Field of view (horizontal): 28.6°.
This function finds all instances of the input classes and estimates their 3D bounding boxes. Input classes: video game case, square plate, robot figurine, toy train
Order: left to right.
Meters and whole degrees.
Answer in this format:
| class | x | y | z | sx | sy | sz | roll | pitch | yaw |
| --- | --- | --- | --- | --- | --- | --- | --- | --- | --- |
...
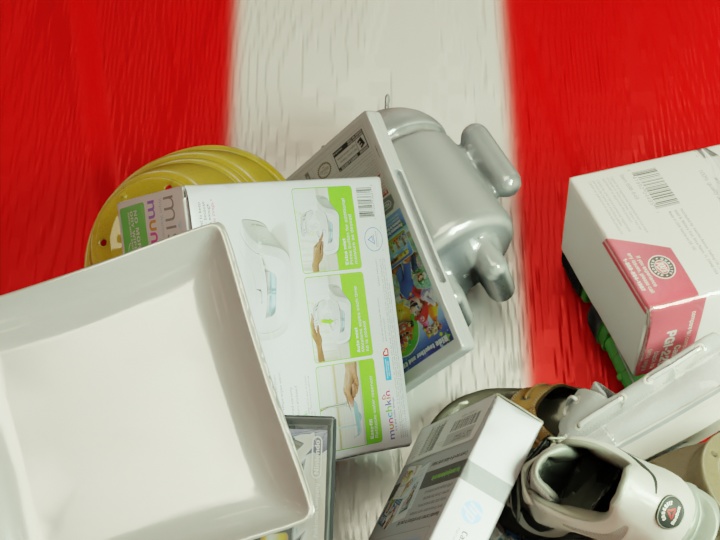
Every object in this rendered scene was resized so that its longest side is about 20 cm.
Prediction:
| class | x | y | z | sx | sy | sz | roll | pitch | yaw |
| --- | --- | --- | --- | --- | --- | --- | --- | --- | --- |
| square plate | -0.150 | 0.092 | 0.879 | 0.199 | 0.028 | 0.199 | -19 | 76 | -1 |
| video game case | -0.108 | 0.190 | 0.889 | 0.180 | 0.026 | 0.201 | 1 | 83 | 4 |
| video game case | 0.000 | 0.000 | 1.081 | 0.018 | 0.143 | 0.201 | -2 | 63 | -45 |
| robot figurine | 0.044 | -0.049 | 1.129 | 0.169 | 0.113 | 0.200 | -31 | 64 | -4 |
| toy train | 0.210 | 0.046 | 1.095 | 0.056 | 0.042 | 0.201 | -11 | 51 | -10 |

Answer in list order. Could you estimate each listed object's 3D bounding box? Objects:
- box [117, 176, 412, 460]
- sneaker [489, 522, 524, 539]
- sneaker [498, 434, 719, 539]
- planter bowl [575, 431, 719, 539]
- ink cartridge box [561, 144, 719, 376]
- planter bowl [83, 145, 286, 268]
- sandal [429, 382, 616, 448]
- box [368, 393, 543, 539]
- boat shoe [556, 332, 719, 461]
| class | x | y | z | sx | sy | sz | roll | pitch | yaw |
| --- | --- | --- | --- | --- | --- | --- | --- | --- | --- |
| box | -0.065 | 0.040 | 1.003 | 0.176 | 0.096 | 0.201 | -7 | 89 | -40 |
| sneaker | 0.106 | 0.239 | 0.994 | 0.087 | 0.075 | 0.200 | -49 | 55 | 8 |
| sneaker | 0.131 | 0.135 | 0.910 | 0.088 | 0.200 | 0.074 | 33 | 71 | -27 |
| planter bowl | 0.249 | 0.190 | 0.932 | 0.199 | 0.135 | 0.201 | 15 | 36 | -11 |
| ink cartridge box | 0.272 | -0.018 | 1.066 | 0.199 | 0.085 | 0.146 | -14 | 49 | -11 |
| planter bowl | -0.147 | -0.016 | 1.095 | 0.199 | 0.083 | 0.201 | -6 | 73 | 19 |
| sandal | 0.148 | 0.120 | 1.064 | 0.199 | 0.055 | 0.082 | 1 | 60 | 2 |
| box | 0.037 | 0.187 | 0.931 | 0.041 | 0.156 | 0.200 | 32 | 68 | -6 |
| boat shoe | 0.180 | 0.110 | 1.003 | 0.200 | 0.072 | 0.069 | -33 | 68 | 22 |
